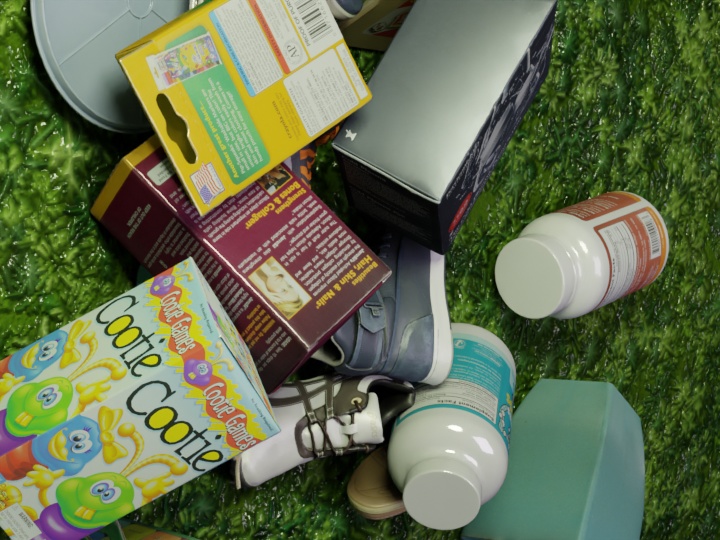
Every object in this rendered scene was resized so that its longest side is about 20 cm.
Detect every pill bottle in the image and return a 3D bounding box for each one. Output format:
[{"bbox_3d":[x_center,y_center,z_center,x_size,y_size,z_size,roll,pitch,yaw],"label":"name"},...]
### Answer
[{"bbox_3d":[0.231,-0.013,1.745,0.200,0.112,0.113,-19,111,-48],"label":"pill bottle"},{"bbox_3d":[0.084,0.146,1.530,0.200,0.110,0.111,-76,152,-54],"label":"pill bottle"}]

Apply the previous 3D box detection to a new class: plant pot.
[{"bbox_3d":[0.220,0.224,1.762,0.141,0.141,0.201,45,54,-46],"label":"plant pot"}]

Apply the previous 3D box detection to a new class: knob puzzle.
[{"bbox_3d":[0.088,-0.254,1.468,0.219,0.219,0.031,-1,67,-52],"label":"knob puzzle"}]

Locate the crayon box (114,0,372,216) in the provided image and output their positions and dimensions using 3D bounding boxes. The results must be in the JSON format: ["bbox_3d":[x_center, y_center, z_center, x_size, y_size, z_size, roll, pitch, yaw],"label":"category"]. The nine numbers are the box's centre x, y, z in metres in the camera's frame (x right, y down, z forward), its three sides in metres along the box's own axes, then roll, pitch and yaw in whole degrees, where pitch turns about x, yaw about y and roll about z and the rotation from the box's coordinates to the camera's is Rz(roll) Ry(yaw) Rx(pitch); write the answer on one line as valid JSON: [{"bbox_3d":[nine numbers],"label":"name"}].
[{"bbox_3d":[-0.093,-0.136,1.216,0.200,0.051,0.126,-39,109,-40],"label":"crayon box"}]

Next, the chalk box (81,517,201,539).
[{"bbox_3d":[-0.186,0.267,1.255,0.124,0.125,0.201,-22,115,-48],"label":"chalk box"}]

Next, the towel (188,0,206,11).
[{"bbox_3d":[-0.087,-0.212,1.332,0.200,0.023,0.145,-2,98,-67],"label":"towel"}]

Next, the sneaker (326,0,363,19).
[{"bbox_3d":[-0.010,-0.311,1.366,0.075,0.084,0.201,-29,110,-66],"label":"sneaker"}]

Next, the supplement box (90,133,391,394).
[{"bbox_3d":[-0.091,-0.022,1.266,0.200,0.086,0.110,46,52,2],"label":"supplement box"}]

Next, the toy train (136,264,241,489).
[{"bbox_3d":[-0.129,0.081,1.334,0.115,0.084,0.201,3,94,-42],"label":"toy train"}]

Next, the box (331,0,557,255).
[{"bbox_3d":[0.073,-0.138,1.400,0.200,0.104,0.182,-60,169,-8],"label":"box"}]

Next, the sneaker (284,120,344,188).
[{"bbox_3d":[-0.050,-0.087,1.370,0.112,0.077,0.200,-48,153,-36],"label":"sneaker"}]

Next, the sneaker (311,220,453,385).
[{"bbox_3d":[0.001,0.000,1.480,0.146,0.077,0.203,5,64,-27],"label":"sneaker"}]

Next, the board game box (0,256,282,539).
[{"bbox_3d":[-0.175,0.098,1.170,0.200,0.105,0.103,-28,127,0],"label":"board game box"}]

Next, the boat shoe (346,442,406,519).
[{"bbox_3d":[0.064,0.199,1.605,0.200,0.071,0.065,-23,137,-40],"label":"boat shoe"}]

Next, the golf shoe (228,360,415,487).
[{"bbox_3d":[-0.033,0.131,1.450,0.200,0.094,0.078,-34,124,-42],"label":"golf shoe"}]

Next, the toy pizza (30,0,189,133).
[{"bbox_3d":[-0.176,-0.204,1.251,0.200,0.032,0.201,-12,105,-50],"label":"toy pizza"}]
